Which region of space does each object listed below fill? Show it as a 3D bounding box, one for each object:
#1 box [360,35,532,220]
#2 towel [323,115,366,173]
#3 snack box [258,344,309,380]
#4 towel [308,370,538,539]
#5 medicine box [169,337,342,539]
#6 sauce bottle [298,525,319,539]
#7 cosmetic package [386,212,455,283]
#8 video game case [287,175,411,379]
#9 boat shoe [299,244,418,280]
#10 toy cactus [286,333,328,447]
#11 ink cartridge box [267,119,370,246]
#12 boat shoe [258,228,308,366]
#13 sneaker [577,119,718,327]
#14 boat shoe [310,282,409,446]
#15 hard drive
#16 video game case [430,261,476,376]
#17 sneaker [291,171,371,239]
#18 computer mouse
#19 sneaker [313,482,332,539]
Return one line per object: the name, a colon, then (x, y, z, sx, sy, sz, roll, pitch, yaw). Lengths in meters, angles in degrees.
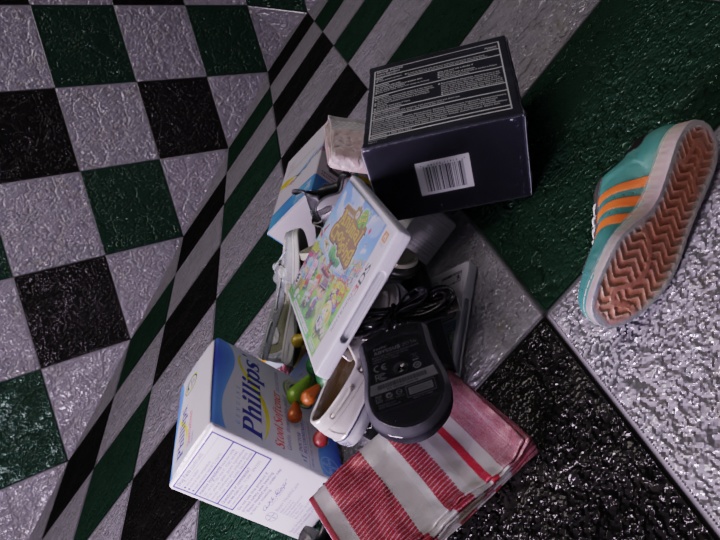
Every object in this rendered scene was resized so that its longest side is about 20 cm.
box: (0.112, -0.186, 0.811, 0.194, 0.125, 0.202, -9, 44, 14)
towel: (0.041, -0.195, 0.983, 0.193, 0.194, 0.033, -101, 19, -57)
snack box: (-0.090, 0.119, 1.022, 0.202, 0.052, 0.143, -53, 24, 11)
towel: (0.052, 0.191, 0.588, 0.199, 0.023, 0.144, -39, 31, -11)
medicine box: (-0.134, 0.216, 0.811, 0.104, 0.198, 0.183, -50, 25, 14)
sauce bottle: (-0.095, 0.391, 0.699, 0.203, 0.064, 0.064, -60, 24, -8)
cosmetic package: (0.040, -0.022, 0.905, 0.202, 0.073, 0.102, -54, 32, 13)
video game case: (-0.023, -0.002, 0.736, 0.185, 0.022, 0.201, -60, 25, 14)
boat shoe: (0.000, 0.000, 0.837, 0.196, 0.070, 0.071, 2, 18, 42)
toy cactus: (-0.041, 0.112, 0.816, 0.201, 0.099, 0.169, -93, 19, -62)
ink cartridge box: (-0.060, -0.137, 1.153, 0.145, 0.145, 0.204, -36, 32, 39)
boat shoe: (-0.114, 0.039, 0.926, 0.074, 0.063, 0.208, -54, -29, -77)
sneaker: (0.242, -0.041, 0.557, 0.203, 0.071, 0.080, -57, 19, -10)
boat shoe: (-0.003, 0.098, 0.733, 0.070, 0.069, 0.204, -6, 56, 60)
hard drive: (0.045, 0.092, 0.773, 0.140, 0.033, 0.202, -47, 26, 24)
video game case: (0.076, 0.097, 0.769, 0.142, 0.018, 0.204, -29, 37, 48)
sneaker: (-0.061, -0.069, 0.960, 0.201, 0.139, 0.078, -51, 20, 8)
computer mouse: (0.050, 0.103, 0.639, 0.135, 0.054, 0.202, -16, 34, 8)
sneaker: (0.008, 0.237, 0.647, 0.203, 0.088, 0.078, -60, 25, -10)
